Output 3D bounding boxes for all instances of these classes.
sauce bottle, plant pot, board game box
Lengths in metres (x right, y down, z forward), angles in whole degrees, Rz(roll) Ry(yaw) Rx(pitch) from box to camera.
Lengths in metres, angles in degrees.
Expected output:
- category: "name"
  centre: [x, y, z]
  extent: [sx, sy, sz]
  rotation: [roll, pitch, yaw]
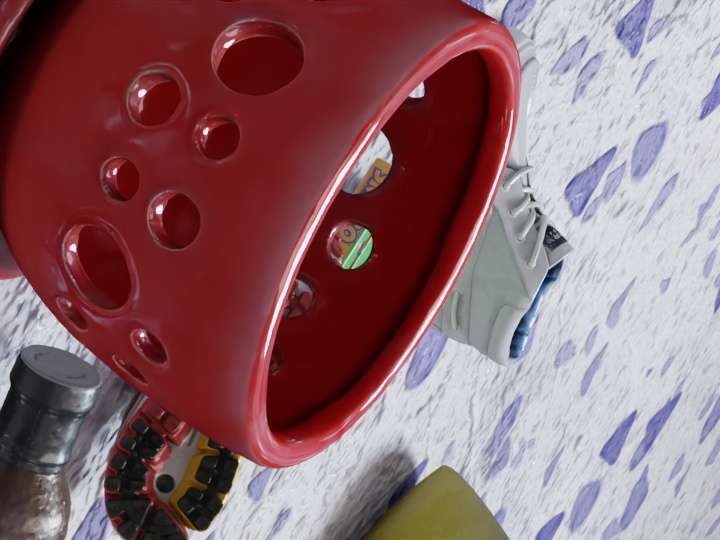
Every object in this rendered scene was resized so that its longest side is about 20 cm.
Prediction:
- category: "sauce bottle"
  centre: [-0.172, 0.130, 1.213]
  extent: [0.065, 0.065, 0.200]
  rotation: [-17, 135, -62]
- category: "plant pot"
  centre: [-0.058, -0.049, 1.062]
  extent: [0.200, 0.182, 0.201]
  rotation: [-48, 157, -28]
- category: "plant pot"
  centre: [0.046, 0.253, 1.782]
  extent: [0.142, 0.200, 0.200]
  rotation: [-29, 154, -9]
- category: "board game box"
  centre: [0.000, 0.000, 1.462]
  extent: [0.096, 0.030, 0.200]
  rotation: [-58, 173, -7]

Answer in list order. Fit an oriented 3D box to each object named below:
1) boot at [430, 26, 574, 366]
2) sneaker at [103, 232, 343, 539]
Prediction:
- category: "boot"
  centre: [0.091, -0.040, 1.566]
  extent: [0.074, 0.096, 0.200]
  rotation: [-33, 147, -52]
- category: "sneaker"
  centre: [-0.078, 0.049, 1.343]
  extent: [0.200, 0.078, 0.082]
  rotation: [-60, -172, -12]
